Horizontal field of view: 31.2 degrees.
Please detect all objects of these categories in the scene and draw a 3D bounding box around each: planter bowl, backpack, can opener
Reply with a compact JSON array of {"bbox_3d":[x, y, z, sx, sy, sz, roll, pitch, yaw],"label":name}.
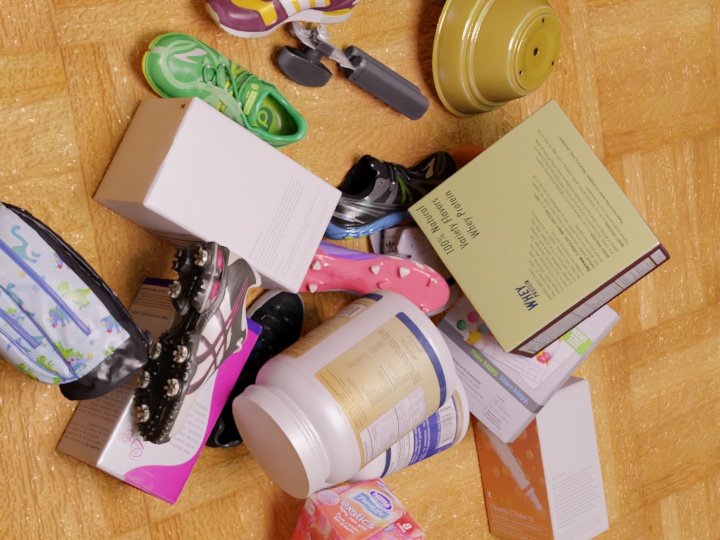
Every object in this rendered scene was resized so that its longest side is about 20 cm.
[{"bbox_3d":[0.179,-0.268,1.525,0.200,0.083,0.201,-28,130,-39],"label":"planter bowl"},{"bbox_3d":[-0.305,0.025,1.191,0.153,0.163,0.201,-31,105,-15],"label":"backpack"},{"bbox_3d":[-0.009,-0.222,1.459,0.199,0.053,0.067,22,115,-34],"label":"can opener"}]

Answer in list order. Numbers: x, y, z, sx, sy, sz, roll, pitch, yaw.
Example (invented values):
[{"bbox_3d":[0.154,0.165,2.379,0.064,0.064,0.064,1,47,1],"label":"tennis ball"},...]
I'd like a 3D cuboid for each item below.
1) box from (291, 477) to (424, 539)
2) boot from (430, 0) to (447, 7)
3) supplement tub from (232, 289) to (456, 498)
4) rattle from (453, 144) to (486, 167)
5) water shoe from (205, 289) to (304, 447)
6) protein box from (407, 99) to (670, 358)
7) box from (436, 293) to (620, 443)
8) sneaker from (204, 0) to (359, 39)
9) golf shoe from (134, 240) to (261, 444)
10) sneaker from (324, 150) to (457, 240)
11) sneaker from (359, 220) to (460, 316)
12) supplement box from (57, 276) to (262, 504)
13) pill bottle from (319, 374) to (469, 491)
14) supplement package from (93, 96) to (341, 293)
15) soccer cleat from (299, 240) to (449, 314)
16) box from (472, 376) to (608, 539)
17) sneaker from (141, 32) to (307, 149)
[{"bbox_3d":[-0.020,0.337,1.410,0.102,0.095,0.201,-6,129,-37],"label":"box"},{"bbox_3d":[0.017,-0.377,1.453,0.199,0.066,0.176,-14,93,-35],"label":"boot"},{"bbox_3d":[-0.017,0.126,1.318,0.200,0.144,0.145,-34,113,-26],"label":"supplement tub"},{"bbox_3d":[0.180,-0.038,1.569,0.142,0.130,0.201,10,94,-39],"label":"rattle"},{"bbox_3d":[-0.106,0.107,1.387,0.071,0.079,0.200,42,70,-32],"label":"water shoe"},{"bbox_3d":[0.200,-0.040,1.432,0.200,0.199,0.135,-37,164,11],"label":"protein box"},{"bbox_3d":[0.182,0.078,1.517,0.200,0.156,0.041,-49,162,6],"label":"box"},{"bbox_3d":[-0.073,-0.304,1.359,0.200,0.090,0.075,-21,69,-40],"label":"sneaker"},{"bbox_3d":[-0.151,0.075,1.232,0.088,0.077,0.201,25,79,-41],"label":"golf shoe"},{"bbox_3d":[0.035,-0.099,1.480,0.199,0.071,0.083,-25,110,-31],"label":"sneaker"},{"bbox_3d":[0.027,0.016,1.486,0.200,0.075,0.115,-29,109,-36],"label":"sneaker"},{"bbox_3d":[-0.202,0.119,1.303,0.101,0.103,0.201,36,71,-33],"label":"supplement box"},{"bbox_3d":[0.013,0.174,1.457,0.199,0.119,0.120,-17,104,-34],"label":"pill bottle"},{"bbox_3d":[-0.145,-0.077,1.318,0.200,0.120,0.122,32,76,-34],"label":"supplement package"},{"bbox_3d":[0.000,0.000,1.416,0.199,0.077,0.067,8,118,-9],"label":"soccer cleat"},{"bbox_3d":[0.223,0.235,1.615,0.097,0.124,0.201,-18,104,-34],"label":"box"},{"bbox_3d":[-0.134,-0.189,1.339,0.200,0.083,0.074,26,79,-35],"label":"sneaker"}]
